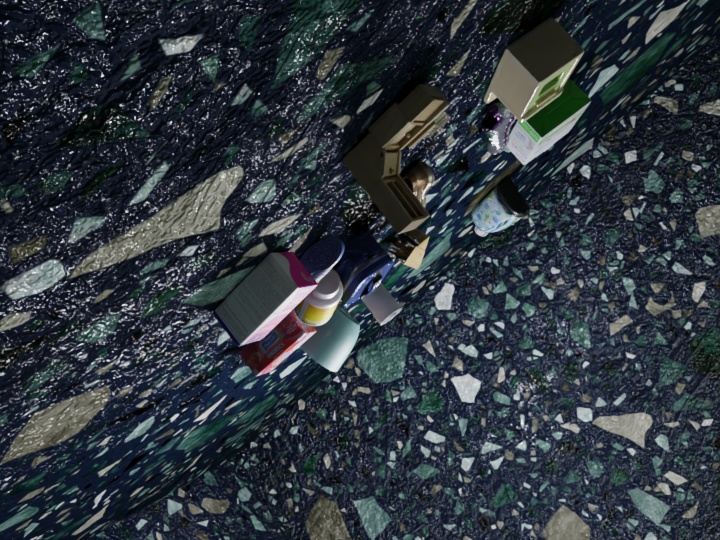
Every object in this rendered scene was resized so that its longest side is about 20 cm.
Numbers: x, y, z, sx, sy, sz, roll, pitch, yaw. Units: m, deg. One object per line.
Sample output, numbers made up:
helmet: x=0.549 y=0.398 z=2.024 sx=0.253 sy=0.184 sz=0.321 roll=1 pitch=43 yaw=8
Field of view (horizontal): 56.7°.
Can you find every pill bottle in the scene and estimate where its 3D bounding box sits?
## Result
pill bottle: x=-0.109 y=0.066 z=1.757 sx=0.109 sy=0.109 sz=0.200 roll=-34 pitch=168 yaw=-25

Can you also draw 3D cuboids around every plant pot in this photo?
plant pot: x=-0.099 y=0.190 z=2.091 sx=0.161 sy=0.200 sz=0.201 roll=-51 pitch=168 yaw=4

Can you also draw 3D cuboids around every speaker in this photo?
speaker: x=0.031 y=0.060 z=1.941 sx=0.081 sy=0.200 sz=0.081 roll=-37 pitch=168 yaw=-9

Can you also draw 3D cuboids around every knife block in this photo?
knife block: x=0.134 y=-0.051 z=2.096 sx=0.175 sy=0.064 sz=0.200 roll=-38 pitch=155 yaw=-35

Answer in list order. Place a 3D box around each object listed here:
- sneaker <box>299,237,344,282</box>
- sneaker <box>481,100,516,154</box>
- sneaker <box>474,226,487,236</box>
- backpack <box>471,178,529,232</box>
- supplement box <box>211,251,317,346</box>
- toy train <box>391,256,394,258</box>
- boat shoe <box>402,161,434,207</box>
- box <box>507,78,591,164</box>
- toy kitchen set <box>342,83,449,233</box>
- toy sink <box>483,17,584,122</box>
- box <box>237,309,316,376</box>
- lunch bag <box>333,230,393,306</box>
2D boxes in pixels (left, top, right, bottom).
sneaker: x=-0.104 y=-0.016 z=1.584 sx=0.200 sy=0.070 sz=0.078 roll=-38 pitch=175 yaw=27
sneaker: x=0.325 y=-0.354 z=1.651 sx=0.087 sy=0.075 sz=0.200 roll=-21 pitch=155 yaw=-15
sneaker: x=0.560 y=-0.235 z=2.867 sx=0.100 sy=0.075 sz=0.200 roll=-54 pitch=180 yaw=-39
backpack: x=0.523 y=-0.229 z=2.555 sx=0.154 sy=0.163 sz=0.200 roll=-24 pitch=170 yaw=-24
supplement box: x=-0.207 y=0.060 z=1.449 sx=0.200 sy=0.103 sz=0.101 roll=-45 pitch=166 yaw=19
toy train: x=0.057 y=-0.029 z=2.109 sx=0.200 sy=0.034 sz=0.046 roll=-31 pitch=162 yaw=-39
boat shoe: x=0.118 y=-0.186 z=1.620 sx=0.072 sy=0.076 sz=0.200 roll=-30 pitch=157 yaw=-23
box: x=0.545 y=-0.428 z=1.948 sx=0.200 sy=0.097 sz=0.177 roll=-37 pitch=169 yaw=-12
toy kitchen set: x=0.117 y=-0.207 z=1.233 sx=0.200 sy=0.181 sz=0.163 roll=-40 pitch=170 yaw=28
toy sink: x=0.364 y=-0.407 z=1.417 sx=0.130 sy=0.112 sz=0.200 roll=-36 pitch=168 yaw=-14
box: x=-0.239 y=0.203 z=1.911 sx=0.200 sy=0.096 sz=0.100 roll=-41 pitch=168 yaw=12
lunch bag: x=0.000 y=0.000 z=1.790 sx=0.136 sy=0.132 sz=0.200 roll=-32 pitch=167 yaw=-31
